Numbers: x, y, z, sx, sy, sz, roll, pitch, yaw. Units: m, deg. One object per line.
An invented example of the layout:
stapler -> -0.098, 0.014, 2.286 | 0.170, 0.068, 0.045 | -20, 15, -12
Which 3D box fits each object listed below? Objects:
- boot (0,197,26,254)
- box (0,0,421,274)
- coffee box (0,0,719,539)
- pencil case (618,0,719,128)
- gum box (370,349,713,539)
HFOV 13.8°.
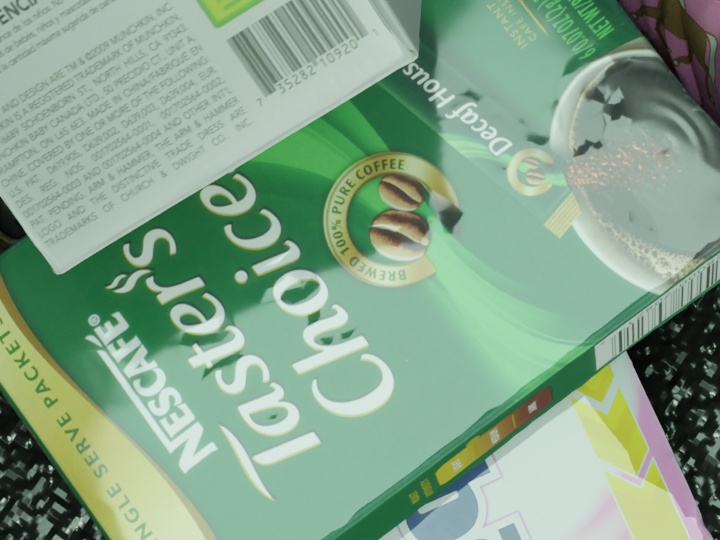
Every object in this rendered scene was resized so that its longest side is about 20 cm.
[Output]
boot -> -0.124, -0.096, 0.874 | 0.073, 0.075, 0.201 | -23, 86, -1
box -> -0.053, -0.101, 0.794 | 0.112, 0.200, 0.102 | -30, 108, 15
coffee box -> 0.000, 0.000, 0.809 | 0.199, 0.044, 0.123 | -35, 77, -3
pencil case -> 0.136, -0.054, 0.815 | 0.083, 0.086, 0.200 | -41, 40, 9
gum box -> 0.015, 0.031, 0.859 | 0.113, 0.066, 0.201 | -23, 78, -2
